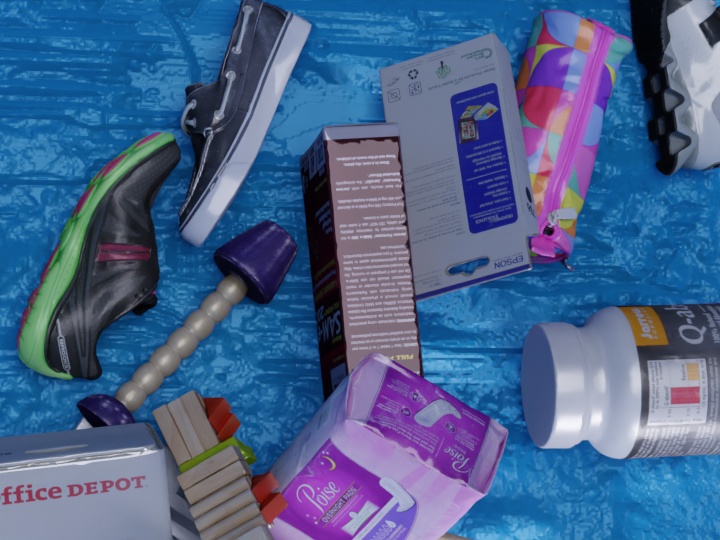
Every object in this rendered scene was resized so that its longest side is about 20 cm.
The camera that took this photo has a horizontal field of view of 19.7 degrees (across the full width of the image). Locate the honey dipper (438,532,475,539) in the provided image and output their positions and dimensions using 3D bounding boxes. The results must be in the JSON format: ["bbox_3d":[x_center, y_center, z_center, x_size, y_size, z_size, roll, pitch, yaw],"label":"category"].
[{"bbox_3d":[0.124,0.219,1.567,0.200,0.038,0.038,17,78,-7],"label":"honey dipper"}]

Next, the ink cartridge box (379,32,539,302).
[{"bbox_3d":[0.075,-0.073,1.555,0.099,0.039,0.200,-15,64,19],"label":"ink cartridge box"}]

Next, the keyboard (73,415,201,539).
[{"bbox_3d":[-0.128,0.173,1.538,0.200,0.011,0.056,34,71,-5],"label":"keyboard"}]

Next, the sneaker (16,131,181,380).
[{"bbox_3d":[-0.181,-0.010,1.529,0.084,0.077,0.200,27,86,-13],"label":"sneaker"}]

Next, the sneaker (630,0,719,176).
[{"bbox_3d":[0.268,-0.179,1.645,0.088,0.074,0.200,-8,92,-13],"label":"sneaker"}]

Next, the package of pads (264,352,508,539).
[{"bbox_3d":[0.005,0.151,1.472,0.120,0.200,0.076,31,48,-7],"label":"package of pads"}]

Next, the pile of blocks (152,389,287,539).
[{"bbox_3d":[-0.083,0.160,1.460,0.062,0.082,0.200,-30,45,5],"label":"pile of blocks"}]

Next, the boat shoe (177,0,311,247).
[{"bbox_3d":[-0.104,-0.115,1.556,0.068,0.072,0.200,25,74,-9],"label":"boat shoe"}]

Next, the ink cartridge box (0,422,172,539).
[{"bbox_3d":[-0.205,0.216,1.448,0.145,0.088,0.200,-6,102,-12],"label":"ink cartridge box"}]

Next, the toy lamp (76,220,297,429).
[{"bbox_3d":[-0.123,0.043,1.531,0.058,0.058,0.200,43,72,-2],"label":"toy lamp"}]

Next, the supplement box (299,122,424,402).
[{"bbox_3d":[0.000,0.000,1.540,0.061,0.109,0.200,-4,81,-12],"label":"supplement box"}]

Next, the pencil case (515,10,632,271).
[{"bbox_3d":[0.149,-0.100,1.600,0.088,0.088,0.200,17,77,-9],"label":"pencil case"}]

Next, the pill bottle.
[{"bbox_3d":[0.230,0.083,1.570,0.200,0.116,0.116,-1,81,-12],"label":"pill bottle"}]
